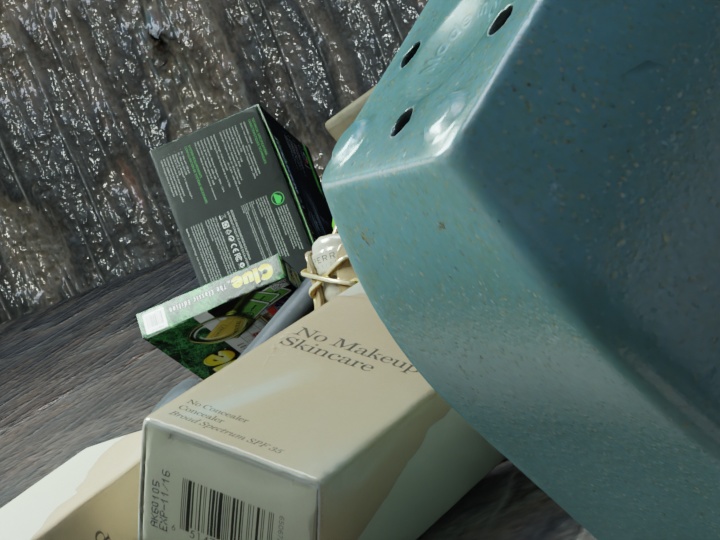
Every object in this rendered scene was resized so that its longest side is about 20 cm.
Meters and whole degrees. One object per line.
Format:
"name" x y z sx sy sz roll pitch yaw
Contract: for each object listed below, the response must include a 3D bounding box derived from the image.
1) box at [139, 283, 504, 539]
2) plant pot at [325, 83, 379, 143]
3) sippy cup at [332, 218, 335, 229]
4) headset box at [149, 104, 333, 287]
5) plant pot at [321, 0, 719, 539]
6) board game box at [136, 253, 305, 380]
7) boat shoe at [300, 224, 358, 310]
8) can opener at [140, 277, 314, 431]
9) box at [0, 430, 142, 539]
"box" -0.007 0.077 0.833 0.095 0.078 0.200 16 26 24
"plant pot" 0.114 -0.058 0.841 0.200 0.174 0.200 -36 5 4
"sippy cup" 0.058 -0.018 1.339 0.130 0.178 0.140 -24 29 36
"headset box" -0.068 -0.016 1.389 0.093 0.175 0.200 -22 -10 6
"plant pot" 0.106 -0.027 0.647 0.197 0.200 0.196 -59 17 -14
"board game box" -0.064 0.049 1.236 0.105 0.024 0.200 -21 -25 12
"boat shoe" 0.000 0.000 1.032 0.074 0.069 0.200 -18 43 45
"can opener" -0.064 0.064 1.110 0.053 0.067 0.200 29 70 31
"box" -0.131 0.148 0.813 0.078 0.095 0.200 -18 9 27
